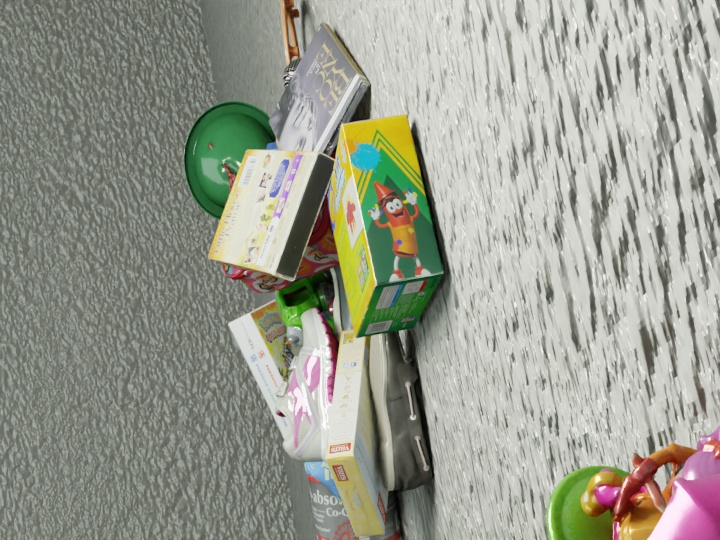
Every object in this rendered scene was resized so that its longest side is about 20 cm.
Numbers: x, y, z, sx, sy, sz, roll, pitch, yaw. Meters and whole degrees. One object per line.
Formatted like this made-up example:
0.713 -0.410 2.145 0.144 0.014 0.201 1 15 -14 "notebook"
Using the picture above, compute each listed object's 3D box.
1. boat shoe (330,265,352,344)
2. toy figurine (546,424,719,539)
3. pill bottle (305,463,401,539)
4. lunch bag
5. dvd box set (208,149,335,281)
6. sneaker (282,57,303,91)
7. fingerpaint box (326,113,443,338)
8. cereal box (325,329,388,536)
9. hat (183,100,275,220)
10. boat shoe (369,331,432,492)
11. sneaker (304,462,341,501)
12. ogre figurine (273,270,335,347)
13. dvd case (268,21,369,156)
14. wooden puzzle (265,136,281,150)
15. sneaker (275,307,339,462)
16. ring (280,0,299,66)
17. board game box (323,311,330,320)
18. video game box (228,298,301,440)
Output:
0.000 0.000 1.496 0.061 0.072 0.202 -18 69 37 "boat shoe"
0.157 0.141 0.566 0.185 0.149 0.201 114 172 -50 "toy figurine"
-0.014 0.281 1.616 0.116 0.115 0.202 -163 64 -79 "pill bottle"
-0.083 -0.078 1.498 0.199 0.082 0.178 -23 52 38 "lunch bag"
-0.107 -0.069 1.399 0.199 0.029 0.148 10 79 60 "dvd box set"
-0.053 -0.188 1.598 0.093 0.070 0.202 -60 -40 -72 "sneaker"
0.021 -0.040 1.225 0.200 0.073 0.169 107 152 -71 "fingerpaint box"
0.002 0.187 1.399 0.201 0.039 0.145 -82 -21 -48 "cereal box"
-0.141 -0.136 1.676 0.176 0.164 0.202 14 119 60 "hat"
0.046 0.149 1.357 0.067 0.056 0.202 -179 85 -77 "boat shoe"
-0.043 0.205 1.522 0.201 0.104 0.076 61 -174 6 "sneaker"
-0.051 0.048 1.599 0.099 0.119 0.201 91 167 -47 "ogre figurine"
-0.055 -0.202 1.448 0.149 0.016 0.200 -59 29 20 "dvd case"
-0.094 -0.134 1.707 0.201 0.046 0.187 -93 -11 -61 "wooden puzzle"
-0.064 0.141 1.442 0.081 0.087 0.202 57 -155 -59 "sneaker"
-0.089 -0.299 1.689 0.200 0.019 0.203 -7 -90 -87 "ring"
-0.081 -0.005 1.819 0.201 0.028 0.135 63 172 -4 "board game box"
-0.092 0.127 1.722 0.183 0.047 0.200 62 -156 0 "video game box"
